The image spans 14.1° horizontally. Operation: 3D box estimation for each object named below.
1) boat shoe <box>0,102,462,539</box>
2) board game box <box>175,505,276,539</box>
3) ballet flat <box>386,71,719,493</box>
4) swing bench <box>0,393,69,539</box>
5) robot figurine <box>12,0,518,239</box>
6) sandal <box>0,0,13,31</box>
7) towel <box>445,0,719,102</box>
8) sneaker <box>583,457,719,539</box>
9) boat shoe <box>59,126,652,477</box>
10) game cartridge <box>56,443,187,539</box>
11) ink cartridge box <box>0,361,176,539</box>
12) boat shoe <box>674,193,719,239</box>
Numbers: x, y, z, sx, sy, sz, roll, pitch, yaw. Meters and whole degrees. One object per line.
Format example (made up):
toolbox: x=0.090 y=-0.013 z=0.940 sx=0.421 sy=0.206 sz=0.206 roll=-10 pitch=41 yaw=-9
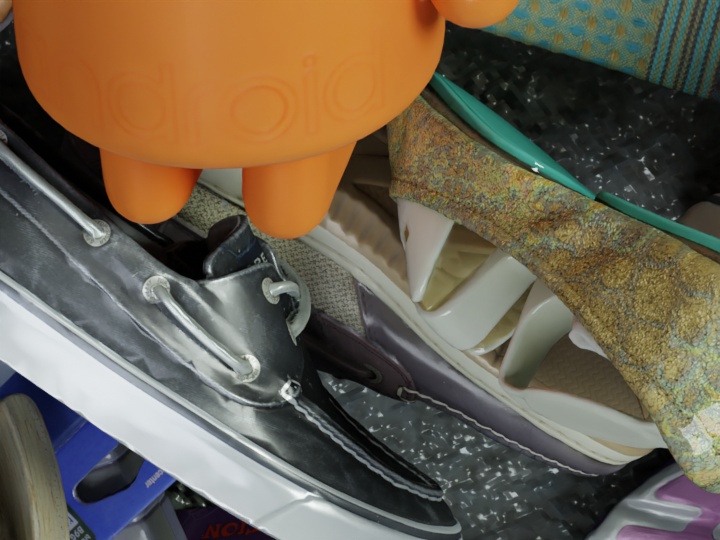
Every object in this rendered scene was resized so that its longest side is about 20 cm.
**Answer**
boat shoe: x=-0.045 y=0.017 z=0.815 sx=0.200 sy=0.072 sz=0.068 roll=34 pitch=94 yaw=-10
board game box: x=-0.060 y=0.137 z=1.006 sx=0.200 sy=0.032 sz=0.120 roll=-11 pitch=127 yaw=19
ballet flat: x=0.051 y=0.002 z=0.784 sx=0.071 sy=0.200 sz=0.071 roll=-14 pitch=118 yaw=-28
swing bench: x=-0.204 y=0.077 z=0.859 sx=0.200 sy=0.130 sz=0.199 roll=49 pitch=134 yaw=-12
robot figurine: x=-0.034 y=-0.107 z=0.737 sx=0.144 sy=0.117 sz=0.200 roll=34 pitch=139 yaw=41
sandal: x=-0.145 y=-0.139 z=0.785 sx=0.079 sy=0.059 sz=0.207 roll=-22 pitch=122 yaw=-6
towel: x=0.045 y=-0.127 z=0.786 sx=0.200 sy=0.022 sz=0.147 roll=17 pitch=127 yaw=3
sneaker: x=0.083 y=0.140 z=0.949 sx=0.080 sy=0.088 sz=0.200 roll=22 pitch=105 yaw=-3
boat shoe: x=0.000 y=0.000 z=0.868 sx=0.200 sy=0.072 sz=0.065 roll=33 pitch=131 yaw=-8
game cartridge: x=-0.153 y=0.102 z=0.971 sx=0.200 sy=0.038 sz=0.130 roll=-18 pitch=97 yaw=20
ink cartridge box: x=-0.140 y=0.008 z=0.890 sx=0.200 sy=0.042 sz=0.119 roll=45 pitch=124 yaw=-4
boat shoe: x=0.137 y=-0.010 z=0.784 sx=0.072 sy=0.200 sz=0.066 roll=43 pitch=83 yaw=-2
